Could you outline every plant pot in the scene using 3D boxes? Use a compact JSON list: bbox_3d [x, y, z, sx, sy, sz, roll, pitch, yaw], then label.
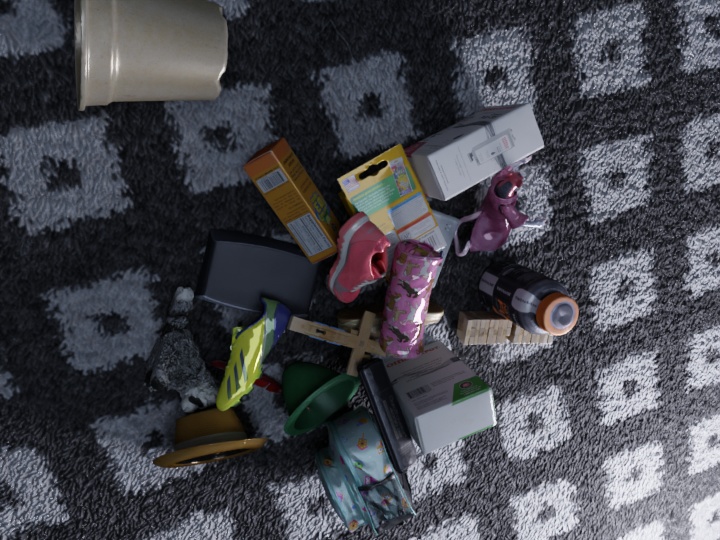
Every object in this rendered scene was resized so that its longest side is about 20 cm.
[{"bbox_3d":[-0.289,-0.313,0.766,0.183,0.200,0.201,-1,105,-29],"label":"plant pot"}]

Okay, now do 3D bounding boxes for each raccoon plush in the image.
[{"bbox_3d":[-0.271,0.141,0.933,0.134,0.097,0.200,20,97,-28],"label":"raccoon plush"}]

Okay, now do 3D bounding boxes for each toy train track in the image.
[{"bbox_3d":[-0.040,0.114,0.961,0.200,0.033,0.115,21,83,-32],"label":"toy train track"}]

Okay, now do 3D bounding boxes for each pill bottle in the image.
[{"bbox_3d":[0.312,0.053,1.031,0.106,0.200,0.106,-4,105,-16],"label":"pill bottle"}]

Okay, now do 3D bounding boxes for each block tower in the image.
[{"bbox_3d":[0.288,0.114,1.119,0.200,0.058,0.054,2,104,-20],"label":"block tower"}]

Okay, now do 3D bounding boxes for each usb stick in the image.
[{"bbox_3d":[0.048,0.249,0.962,0.055,0.033,0.200,-21,90,-40],"label":"usb stick"}]

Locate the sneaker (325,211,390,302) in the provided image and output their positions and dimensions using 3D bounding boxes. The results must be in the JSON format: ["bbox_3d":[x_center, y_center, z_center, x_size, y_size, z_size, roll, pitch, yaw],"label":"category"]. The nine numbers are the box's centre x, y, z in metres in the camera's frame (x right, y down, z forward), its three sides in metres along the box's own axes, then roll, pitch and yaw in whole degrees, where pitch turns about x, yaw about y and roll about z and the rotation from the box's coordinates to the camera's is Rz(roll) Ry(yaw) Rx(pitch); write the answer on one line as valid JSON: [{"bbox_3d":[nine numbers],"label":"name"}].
[{"bbox_3d":[0.000,0.000,0.917,0.074,0.087,0.200,-37,154,-33],"label":"sneaker"}]

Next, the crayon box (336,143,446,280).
[{"bbox_3d":[0.050,-0.101,0.952,0.126,0.052,0.200,-30,112,-7],"label":"crayon box"}]

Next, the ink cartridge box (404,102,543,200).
[{"bbox_3d":[0.183,-0.206,0.950,0.200,0.147,0.083,-29,109,-9],"label":"ink cartridge box"}]

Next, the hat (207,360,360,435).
[{"bbox_3d":[-0.122,0.185,1.025,0.166,0.176,0.200,-47,155,8],"label":"hat"}]

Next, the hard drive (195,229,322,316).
[{"bbox_3d":[-0.170,0.011,0.953,0.200,0.042,0.135,12,100,-20],"label":"hard drive"}]

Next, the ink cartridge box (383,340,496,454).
[{"bbox_3d":[0.133,0.224,1.022,0.146,0.200,0.083,-19,112,-11],"label":"ink cartridge box"}]

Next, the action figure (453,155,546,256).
[{"bbox_3d":[0.238,-0.123,0.977,0.149,0.200,0.134,-10,69,0],"label":"action figure"}]

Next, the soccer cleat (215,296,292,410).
[{"bbox_3d":[-0.189,0.134,0.918,0.084,0.065,0.200,35,83,-20],"label":"soccer cleat"}]

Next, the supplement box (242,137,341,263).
[{"bbox_3d":[-0.103,-0.113,0.917,0.069,0.067,0.200,-21,115,25],"label":"supplement box"}]

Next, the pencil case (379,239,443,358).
[{"bbox_3d":[0.083,0.051,0.939,0.086,0.083,0.200,7,110,-9],"label":"pencil case"}]

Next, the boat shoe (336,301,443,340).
[{"bbox_3d":[0.056,0.097,1.037,0.200,0.071,0.065,-5,111,-6],"label":"boat shoe"}]

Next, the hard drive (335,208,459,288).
[{"bbox_3d":[0.068,-0.061,1.014,0.200,0.033,0.140,17,99,-20],"label":"hard drive"}]

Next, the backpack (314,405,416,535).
[{"bbox_3d":[-0.001,0.361,1.029,0.153,0.176,0.200,-15,96,-9],"label":"backpack"}]

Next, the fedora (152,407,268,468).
[{"bbox_3d":[-0.257,0.281,0.952,0.200,0.201,0.082,-7,69,-15],"label":"fedora"}]
